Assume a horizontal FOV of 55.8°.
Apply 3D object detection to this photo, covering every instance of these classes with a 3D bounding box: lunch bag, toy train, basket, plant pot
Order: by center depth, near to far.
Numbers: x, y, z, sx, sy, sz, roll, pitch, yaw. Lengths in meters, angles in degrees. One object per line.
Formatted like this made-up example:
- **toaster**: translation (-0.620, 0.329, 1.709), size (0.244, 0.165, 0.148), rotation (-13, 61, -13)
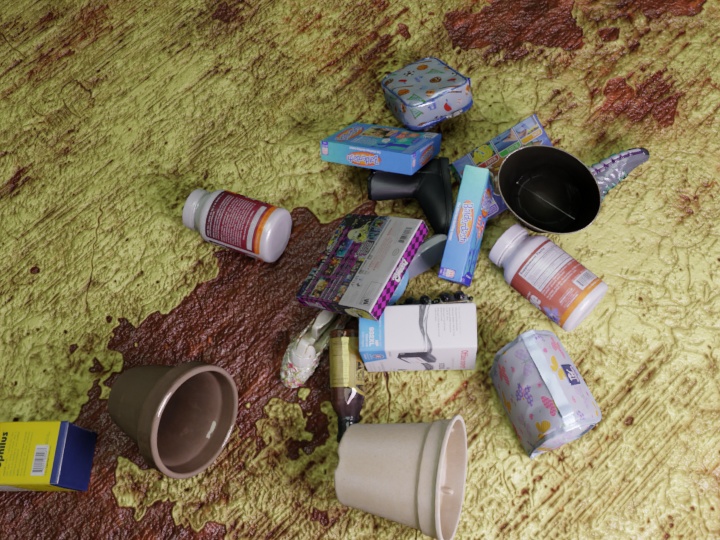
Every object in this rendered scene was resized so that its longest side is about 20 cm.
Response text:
- **plant pot**: translation (0.063, 0.326, 1.104), size (0.183, 0.200, 0.201), rotation (3, 66, 20)
- **lunch bag**: translation (0.301, 0.199, 1.111), size (0.127, 0.200, 0.170), rotation (-23, 65, -3)
- **plant pot**: translation (-0.346, 0.245, 1.196), size (0.174, 0.200, 0.201), rotation (10, 67, 30)
- **basket**: translation (0.334, -0.132, 1.226), size (0.180, 0.200, 0.136), rotation (34, 95, 11)
- **toy train**: translation (0.114, 0.073, 1.283), size (0.200, 0.034, 0.046), rotation (-8, 69, 4)
- **lunch bag**: translation (0.142, -0.372, 1.422), size (0.160, 0.076, 0.200), rotation (-24, 40, -6)

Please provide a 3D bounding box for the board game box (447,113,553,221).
- **board game box**: translation (0.292, -0.202, 1.349), size (0.200, 0.034, 0.136), rotation (-31, 95, -7)

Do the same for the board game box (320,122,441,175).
- **board game box**: translation (0.042, -0.249, 1.368), size (0.200, 0.045, 0.152), rotation (14, 31, 24)

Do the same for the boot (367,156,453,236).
- **boot**: translation (0.098, -0.145, 1.356), size (0.168, 0.076, 0.200), rotation (-2, 59, 2)

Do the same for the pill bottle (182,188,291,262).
- **pill bottle**: translation (-0.248, -0.096, 1.361), size (0.200, 0.113, 0.113), rotation (19, 70, 14)

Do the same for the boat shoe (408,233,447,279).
- **boat shoe**: translation (0.078, -0.017, 1.304), size (0.200, 0.070, 0.066), rotation (-38, 59, 9)

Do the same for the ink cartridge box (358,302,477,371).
- **ink cartridge box**: translation (0.103, 0.121, 1.201), size (0.200, 0.145, 0.084), rotation (-3, 66, 6)

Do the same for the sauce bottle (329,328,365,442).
- **sauce bottle**: translation (-0.023, 0.206, 1.218), size (0.066, 0.066, 0.200), rotation (-3, 79, 6)

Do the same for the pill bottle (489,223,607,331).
- **pill bottle**: translation (0.337, 0.008, 1.241), size (0.112, 0.112, 0.200), rotation (-43, 67, -12)

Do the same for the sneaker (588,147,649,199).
- **sneaker**: translation (0.477, -0.168, 1.332), size (0.200, 0.074, 0.088), rotation (-22, 75, 9)

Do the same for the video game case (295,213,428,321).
- **video game case**: translation (0.002, -0.012, 1.202), size (0.181, 0.036, 0.200), rotation (8, 58, 40)

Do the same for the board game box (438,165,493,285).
- **board game box**: translation (0.195, -0.076, 1.237), size (0.045, 0.152, 0.200), rotation (13, 90, 16)

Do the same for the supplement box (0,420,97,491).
- **supplement box**: translation (-0.598, 0.333, 1.216), size (0.200, 0.109, 0.110), rotation (-2, 66, 6)

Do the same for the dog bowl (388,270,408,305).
- **dog bowl**: translation (0.000, 0.000, 1.272), size (0.200, 0.050, 0.112), rotation (23, 82, 45)

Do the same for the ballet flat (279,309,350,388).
- **ballet flat**: translation (-0.089, 0.126, 1.269), size (0.076, 0.064, 0.200), rotation (29, 73, 17)
